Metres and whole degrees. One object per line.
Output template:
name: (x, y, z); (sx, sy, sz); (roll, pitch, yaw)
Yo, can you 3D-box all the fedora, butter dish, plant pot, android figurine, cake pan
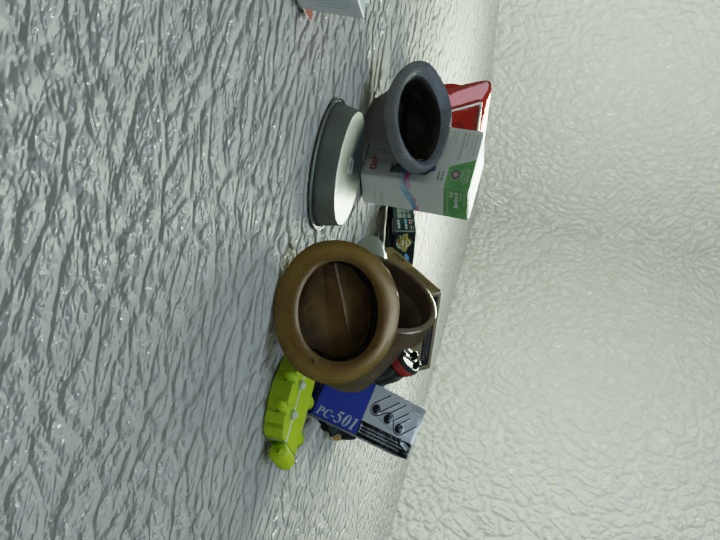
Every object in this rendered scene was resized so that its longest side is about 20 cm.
fedora: (0.072, -0.258, 1.750); (0.177, 0.090, 0.201); (51, 48, -39)
butter dish: (0.154, -0.313, 2.111); (0.199, 0.148, 0.200); (-20, 132, -28)
fedora: (-0.042, 0.056, 1.429); (0.082, 0.200, 0.202); (-172, -86, -68)
plant pot: (-0.003, 0.095, 1.605); (0.175, 0.200, 0.200); (-64, 178, 29)
android figurine: (-0.102, 0.201, 1.516); (0.200, 0.041, 0.183); (82, 22, -66)
cake pan: (-0.032, -0.156, 1.517); (0.200, 0.037, 0.201); (11, 90, -80)

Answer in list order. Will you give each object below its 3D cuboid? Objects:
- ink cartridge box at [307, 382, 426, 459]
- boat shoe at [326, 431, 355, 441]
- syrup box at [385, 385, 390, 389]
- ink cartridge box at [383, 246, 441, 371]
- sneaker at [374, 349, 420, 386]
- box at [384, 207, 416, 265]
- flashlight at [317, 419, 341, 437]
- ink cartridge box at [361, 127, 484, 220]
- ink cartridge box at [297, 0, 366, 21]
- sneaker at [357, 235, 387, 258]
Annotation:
ink cartridge box: (0.008, 0.237, 1.712); (0.044, 0.199, 0.094); (-3, -120, 64)
boat shoe: (-0.016, 0.233, 1.960); (0.075, 0.062, 0.201); (60, 40, -72)
syrup box: (0.024, 0.209, 2.104); (0.081, 0.078, 0.201); (65, 38, -74)
ink cartridge box: (0.065, 0.071, 1.900); (0.200, 0.075, 0.166); (45, -44, 52)
sneaker: (0.038, 0.120, 1.738); (0.071, 0.098, 0.201); (41, 23, -33)
box: (0.080, -0.065, 2.061); (0.200, 0.046, 0.160); (-93, -175, -55)
flashlight: (0.007, 0.204, 1.768); (0.200, 0.068, 0.068); (-35, 119, -17)
ink cartridge box: (0.112, -0.185, 1.826); (0.088, 0.199, 0.146); (82, 23, -53)
ink cartridge box: (-0.020, -0.408, 1.178); (0.176, 0.083, 0.201); (48, 54, -78)
sneaker: (0.000, 0.000, 1.774); (0.092, 0.075, 0.201); (84, 18, -46)
